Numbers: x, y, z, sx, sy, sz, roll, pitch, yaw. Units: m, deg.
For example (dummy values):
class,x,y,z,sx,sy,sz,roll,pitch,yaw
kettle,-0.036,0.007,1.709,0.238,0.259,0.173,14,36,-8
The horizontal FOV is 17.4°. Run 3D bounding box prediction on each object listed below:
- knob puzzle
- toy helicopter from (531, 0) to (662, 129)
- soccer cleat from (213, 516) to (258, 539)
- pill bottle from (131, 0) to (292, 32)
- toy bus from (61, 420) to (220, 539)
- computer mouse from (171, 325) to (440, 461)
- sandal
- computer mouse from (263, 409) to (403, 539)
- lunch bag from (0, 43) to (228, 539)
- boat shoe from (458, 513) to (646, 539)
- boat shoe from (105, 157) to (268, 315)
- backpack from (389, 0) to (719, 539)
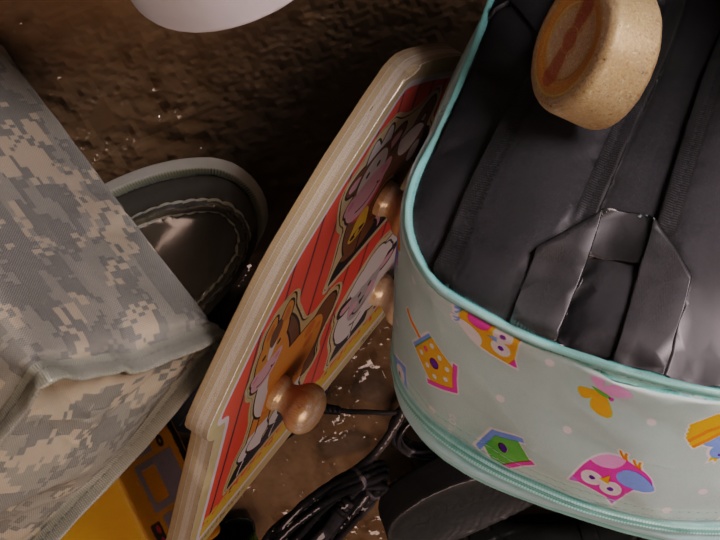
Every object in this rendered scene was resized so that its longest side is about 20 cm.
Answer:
class,x,y,z,sx,sy,sz,roll,pitch,yaw
knob puzzle,0.000,0.000,0.869,0.030,0.220,0.220,31,132,12
toy helicopter,0.094,-0.142,0.726,0.079,0.201,0.132,18,167,-29
soccer cleat,-0.077,0.161,1.092,0.081,0.068,0.201,-21,137,-12
pill bottle,-0.073,-0.172,0.718,0.112,0.113,0.200,-21,136,7
toy bus,-0.156,0.122,0.987,0.199,0.078,0.065,-26,92,25
computer mouse,-0.009,0.051,1.025,0.199,0.034,0.059,10,133,-33
sandal,0.107,0.090,1.066,0.200,0.048,0.075,-25,150,2
computer mouse,0.029,0.060,0.980,0.200,0.034,0.059,-52,153,10
lunch bag,-0.173,0.036,0.850,0.117,0.164,0.200,-13,148,-52
boat shoe,0.135,0.150,1.116,0.199,0.076,0.074,-9,110,6
boat shoe,-0.121,0.028,0.936,0.201,0.060,0.072,-33,113,17
backpack,0.098,-0.002,0.791,0.175,0.200,0.154,19,131,8
